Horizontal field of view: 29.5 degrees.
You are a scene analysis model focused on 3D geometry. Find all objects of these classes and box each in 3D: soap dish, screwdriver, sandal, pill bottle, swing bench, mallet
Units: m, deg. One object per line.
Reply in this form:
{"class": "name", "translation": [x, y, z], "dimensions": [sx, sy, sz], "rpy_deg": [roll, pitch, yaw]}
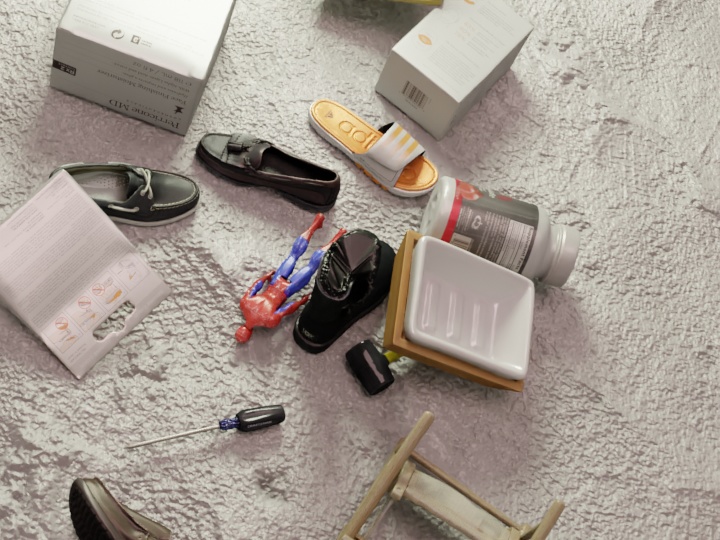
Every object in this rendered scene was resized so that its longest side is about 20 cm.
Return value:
{"class": "soap dish", "translation": [0.122, 0.056, 1.724], "dimensions": [0.199, 0.081, 0.158], "rpy_deg": [21, 62, -26]}
{"class": "screwdriver", "translation": [-0.181, 0.186, 1.615], "dimensions": [0.199, 0.029, 0.028], "rpy_deg": [-8, 64, -27]}
{"class": "sandal", "translation": [0.019, -0.177, 1.867], "dimensions": [0.206, 0.059, 0.079], "rpy_deg": [33, 58, 3]}
{"class": "pill bottle", "translation": [0.184, -0.044, 1.815], "dimensions": [0.199, 0.111, 0.111], "rpy_deg": [18, 58, -7]}
{"class": "swing bench", "translation": [0.093, 0.309, 1.581], "dimensions": [0.199, 0.130, 0.200], "rpy_deg": [35, 63, 3]}
{"class": "mallet", "translation": [0.065, 0.086, 1.751], "dimensions": [0.200, 0.041, 0.066], "rpy_deg": [-34, 79, -34]}

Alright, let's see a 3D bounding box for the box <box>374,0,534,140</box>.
{"class": "box", "translation": [0.134, -0.304, 1.952], "dimensions": [0.124, 0.098, 0.200], "rpy_deg": [40, 58, 7]}

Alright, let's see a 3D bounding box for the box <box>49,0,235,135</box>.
{"class": "box", "translation": [-0.283, -0.320, 1.810], "dimensions": [0.198, 0.131, 0.201], "rpy_deg": [19, 58, -6]}

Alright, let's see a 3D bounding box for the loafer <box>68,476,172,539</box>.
{"class": "loafer", "translation": [-0.247, 0.306, 1.515], "dimensions": [0.071, 0.073, 0.200], "rpy_deg": [-33, 80, -41]}

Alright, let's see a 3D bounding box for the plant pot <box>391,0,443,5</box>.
{"class": "plant pot", "translation": [0.045, -0.513, 1.972], "dimensions": [0.193, 0.196, 0.200], "rpy_deg": [8, 28, 7]}

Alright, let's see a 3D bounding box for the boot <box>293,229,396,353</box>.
{"class": "boot", "translation": [0.000, 0.000, 1.698], "dimensions": [0.076, 0.168, 0.200], "rpy_deg": [39, 57, 7]}

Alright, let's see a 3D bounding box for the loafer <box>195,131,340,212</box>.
{"class": "loafer", "translation": [-0.118, -0.143, 1.803], "dimensions": [0.199, 0.063, 0.072], "rpy_deg": [22, 57, -5]}

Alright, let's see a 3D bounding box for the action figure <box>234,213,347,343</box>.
{"class": "action figure", "translation": [-0.094, 0.017, 1.731], "dimensions": [0.065, 0.052, 0.200], "rpy_deg": [35, 62, 11]}

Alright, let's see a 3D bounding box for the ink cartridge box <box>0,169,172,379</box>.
{"class": "ink cartridge box", "translation": [-0.351, 0.005, 1.646], "dimensions": [0.161, 0.050, 0.200], "rpy_deg": [-44, 101, -16]}

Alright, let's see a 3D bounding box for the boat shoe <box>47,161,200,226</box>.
{"class": "boat shoe", "translation": [-0.296, -0.100, 1.724], "dimensions": [0.199, 0.060, 0.076], "rpy_deg": [-6, 64, -20]}
